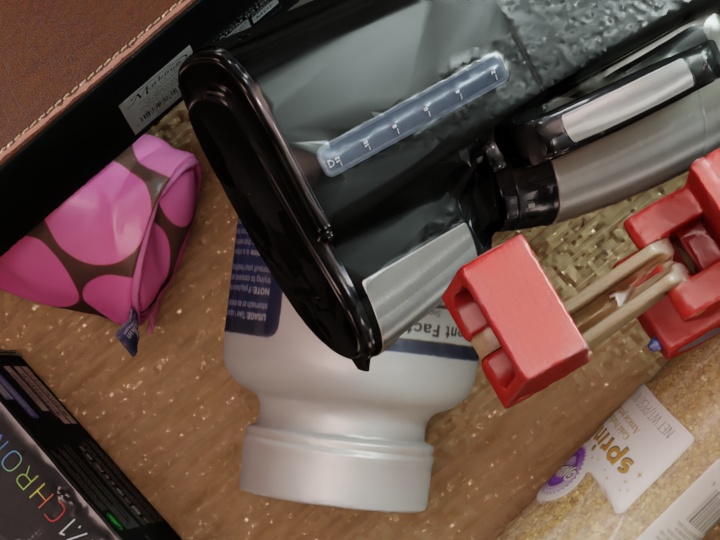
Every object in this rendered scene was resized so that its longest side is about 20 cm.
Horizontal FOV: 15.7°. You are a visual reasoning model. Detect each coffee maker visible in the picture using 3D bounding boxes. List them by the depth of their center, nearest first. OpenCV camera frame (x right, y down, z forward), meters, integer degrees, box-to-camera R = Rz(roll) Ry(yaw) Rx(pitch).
[{"bbox_3d":[0.033,-0.089,1.024,0.200,0.135,0.192,-28,74,-14],"label":"coffee maker"}]

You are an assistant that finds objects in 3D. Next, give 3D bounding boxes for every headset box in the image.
[{"bbox_3d":[-0.181,0.164,1.161,0.200,0.093,0.174,-42,82,6],"label":"headset box"}]

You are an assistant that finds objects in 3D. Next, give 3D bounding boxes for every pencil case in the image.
[{"bbox_3d":[-0.175,-0.034,1.165,0.200,0.094,0.091,19,57,7],"label":"pencil case"}]

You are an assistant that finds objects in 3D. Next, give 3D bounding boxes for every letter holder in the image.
[{"bbox_3d":[-0.149,-0.112,1.080,0.200,0.101,0.142,-41,80,-4],"label":"letter holder"}]

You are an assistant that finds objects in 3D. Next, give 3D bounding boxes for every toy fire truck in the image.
[{"bbox_3d":[0.105,0.007,1.005,0.141,0.200,0.049,-30,78,-3],"label":"toy fire truck"}]

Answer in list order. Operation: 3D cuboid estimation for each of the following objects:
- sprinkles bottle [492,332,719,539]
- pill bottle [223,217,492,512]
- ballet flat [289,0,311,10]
[{"bbox_3d":[0.112,0.106,1.126,0.068,0.068,0.200,45,95,8],"label":"sprinkles bottle"},{"bbox_3d":[0.000,0.000,1.126,0.111,0.111,0.200,7,89,10],"label":"pill bottle"},{"bbox_3d":[-0.106,-0.110,1.186,0.200,0.046,0.067,-19,116,14],"label":"ballet flat"}]
